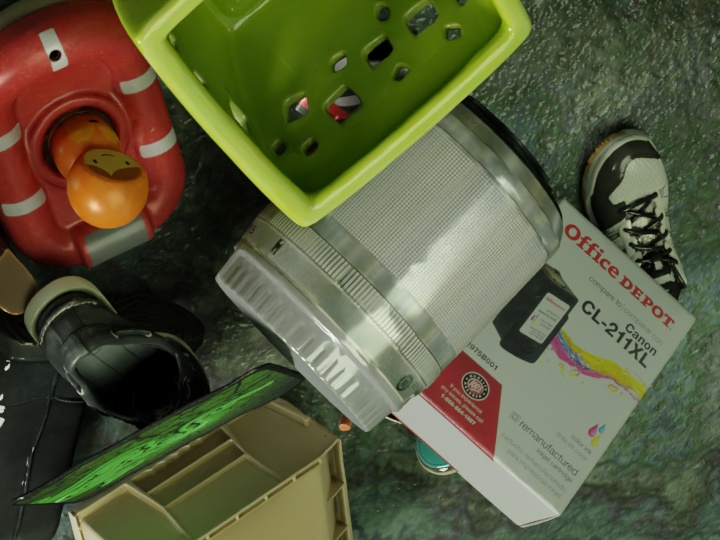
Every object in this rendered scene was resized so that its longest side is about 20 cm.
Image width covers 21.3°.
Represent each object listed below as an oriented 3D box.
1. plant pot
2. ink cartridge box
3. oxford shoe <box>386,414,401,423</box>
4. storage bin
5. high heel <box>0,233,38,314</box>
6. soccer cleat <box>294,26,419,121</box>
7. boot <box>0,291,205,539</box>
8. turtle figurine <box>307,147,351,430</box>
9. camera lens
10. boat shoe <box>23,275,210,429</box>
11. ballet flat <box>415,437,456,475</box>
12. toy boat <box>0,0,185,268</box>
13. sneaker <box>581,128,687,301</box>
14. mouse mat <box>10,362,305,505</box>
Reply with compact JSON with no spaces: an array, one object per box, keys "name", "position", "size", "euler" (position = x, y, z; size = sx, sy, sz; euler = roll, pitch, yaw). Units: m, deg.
[{"name":"plant pot","position":[-0.046,-0.185,1.182],"size":[0.200,0.182,0.199],"euler":[-41,134,1]},{"name":"ink cartridge box","position":[0.138,0.069,1.455],"size":[0.145,0.083,0.200],"euler":[40,68,-5]},{"name":"oxford shoe","position":[-0.011,0.044,1.443],"size":[0.071,0.074,0.200],"euler":[-41,133,2]},{"name":"storage bin","position":[-0.104,0.229,1.483],"size":[0.198,0.093,0.201],"euler":[-32,135,-29]},{"name":"high heel","position":[-0.285,-0.053,1.237],"size":[0.067,0.096,0.200],"euler":[-48,116,-16]},{"name":"soccer cleat","position":[0.034,-0.126,1.353],"size":[0.199,0.069,0.085],"euler":[22,114,-35]},{"name":"boot","position":[-0.210,0.117,1.382],"size":[0.163,0.066,0.202],"euler":[0,122,-30]},{"name":"turtle figurine","position":[0.000,0.000,1.380],"size":[0.161,0.064,0.201],"euler":[43,61,-30]},{"name":"camera lens","position":[0.023,-0.015,1.261],"size":[0.200,0.160,0.160],"euler":[-46,134,-6]},{"name":"boat shoe","position":[-0.150,0.074,1.288],"size":[0.074,0.066,0.200],"euler":[-39,144,-2]},{"name":"ballet flat","position":[0.122,0.087,1.568],"size":[0.069,0.070,0.201],"euler":[26,105,-41]},{"name":"toy boat","position":[-0.174,-0.076,1.218],"size":[0.130,0.131,0.201],"euler":[-26,132,-13]},{"name":"sneaker","position":[0.231,-0.020,1.535],"size":[0.075,0.088,0.201],"euler":[-23,130,-12]},{"name":"mouse mat","position":[-0.134,0.115,1.318],"size":[0.199,0.008,0.161],"euler":[-28,171,5]}]
